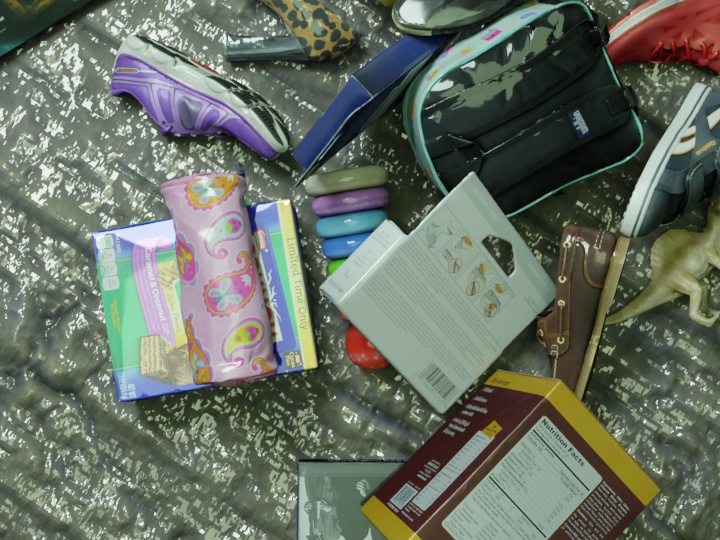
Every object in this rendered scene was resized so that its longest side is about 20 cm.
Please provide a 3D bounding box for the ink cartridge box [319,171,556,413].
[{"bbox_3d":[0.081,0.020,1.044,0.174,0.044,0.200,-45,129,-4],"label":"ink cartridge box"}]

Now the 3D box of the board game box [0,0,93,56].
[{"bbox_3d":[-0.340,-0.302,1.077,0.199,0.136,0.028,-31,45,-2],"label":"board game box"}]

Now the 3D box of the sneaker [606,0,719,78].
[{"bbox_3d":[0.334,-0.225,1.096,0.199,0.078,0.116,-28,87,0],"label":"sneaker"}]

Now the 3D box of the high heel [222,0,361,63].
[{"bbox_3d":[-0.071,-0.310,1.094,0.141,0.071,0.202,0,104,6],"label":"high heel"}]

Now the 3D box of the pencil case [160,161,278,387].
[{"bbox_3d":[-0.129,0.007,1.008,0.087,0.087,0.202,-10,86,-1],"label":"pencil case"}]

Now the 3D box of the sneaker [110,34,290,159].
[{"bbox_3d":[-0.162,-0.162,1.103,0.199,0.081,0.084,29,104,8],"label":"sneaker"}]

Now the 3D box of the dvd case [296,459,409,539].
[{"bbox_3d":[0.010,0.294,1.100,0.149,0.025,0.202,1,88,-1],"label":"dvd case"}]

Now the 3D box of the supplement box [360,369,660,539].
[{"bbox_3d":[0.129,0.211,1.001,0.200,0.197,0.133,-44,95,-9],"label":"supplement box"}]

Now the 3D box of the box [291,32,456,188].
[{"bbox_3d":[0.007,-0.162,1.018,0.032,0.121,0.200,44,46,0],"label":"box"}]

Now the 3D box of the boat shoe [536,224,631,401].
[{"bbox_3d":[0.209,0.051,1.074,0.070,0.070,0.202,14,107,11],"label":"boat shoe"}]

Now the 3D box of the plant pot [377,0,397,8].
[{"bbox_3d":[0.042,-0.342,1.058,0.200,0.200,0.142,41,111,1],"label":"plant pot"}]

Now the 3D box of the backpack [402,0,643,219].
[{"bbox_3d":[0.140,-0.150,1.042,0.199,0.153,0.177,-33,112,-6],"label":"backpack"}]

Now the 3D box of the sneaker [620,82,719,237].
[{"bbox_3d":[0.323,-0.101,1.055,0.079,0.079,0.200,28,62,17],"label":"sneaker"}]

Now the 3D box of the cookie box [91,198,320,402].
[{"bbox_3d":[-0.150,0.031,1.084,0.198,0.075,0.173,-10,87,-1],"label":"cookie box"}]

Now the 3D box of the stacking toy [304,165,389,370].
[{"bbox_3d":[0.000,0.000,1.086,0.085,0.085,0.202,-9,91,-1],"label":"stacking toy"}]

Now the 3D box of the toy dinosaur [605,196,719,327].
[{"bbox_3d":[0.331,0.010,1.107,0.101,0.058,0.200,45,97,18],"label":"toy dinosaur"}]

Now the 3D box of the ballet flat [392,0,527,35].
[{"bbox_3d":[0.122,-0.262,1.012,0.199,0.057,0.067,-23,83,-9],"label":"ballet flat"}]
